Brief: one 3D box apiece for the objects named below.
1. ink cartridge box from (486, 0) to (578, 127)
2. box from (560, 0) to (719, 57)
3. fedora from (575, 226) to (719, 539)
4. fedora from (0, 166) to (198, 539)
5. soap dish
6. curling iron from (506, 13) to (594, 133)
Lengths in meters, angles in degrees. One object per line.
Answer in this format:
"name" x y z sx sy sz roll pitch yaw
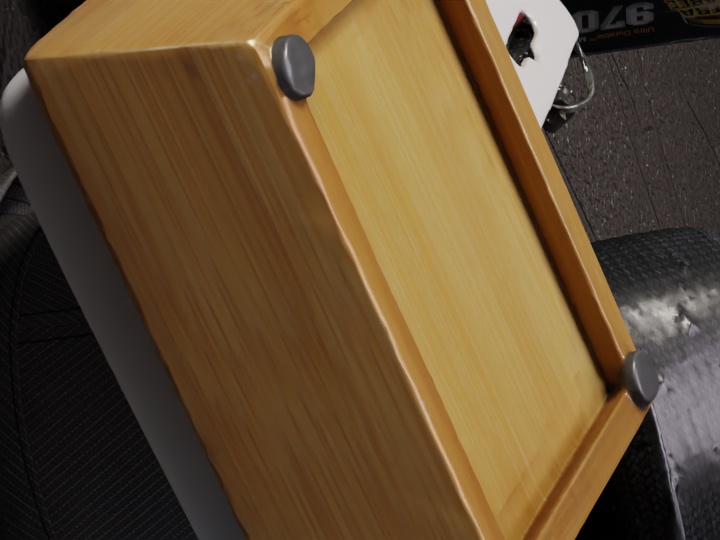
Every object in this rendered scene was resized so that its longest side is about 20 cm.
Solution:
"ink cartridge box" -0.023 -0.114 0.929 0.200 0.067 0.117 47 26 -10
"box" 0.051 -0.146 1.097 0.159 0.199 0.046 62 30 -45
"fedora" 0.094 0.057 0.950 0.201 0.091 0.201 160 -90 -75
"fedora" -0.047 0.051 0.853 0.200 0.090 0.177 60 26 -49
"soap dish" 0.000 0.000 0.779 0.200 0.081 0.157 66 30 -15
"curling iron" 0.023 -0.050 0.977 0.050 0.026 0.200 53 37 3
